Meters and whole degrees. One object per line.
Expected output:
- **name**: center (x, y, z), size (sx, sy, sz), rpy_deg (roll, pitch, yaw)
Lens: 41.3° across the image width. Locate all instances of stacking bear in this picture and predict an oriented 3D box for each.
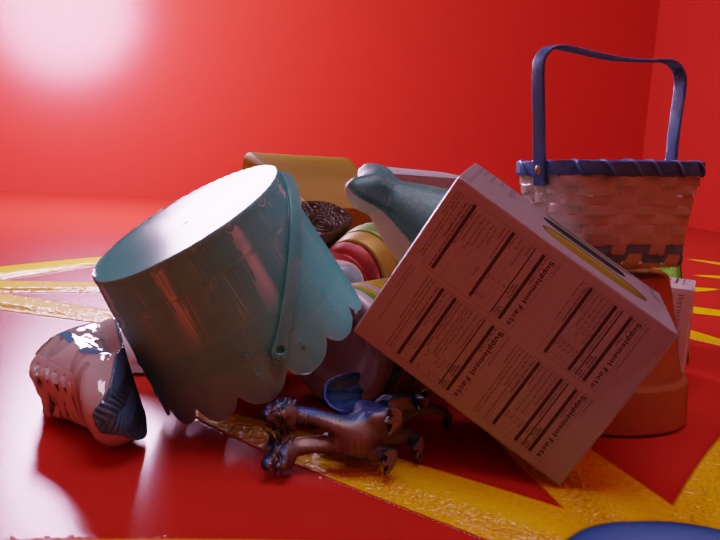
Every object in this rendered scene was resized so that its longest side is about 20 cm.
- **stacking bear**: center (0.000, 0.000, 1.126), size (0.114, 0.122, 0.199), rpy_deg (44, 34, 15)

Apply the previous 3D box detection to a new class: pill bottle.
- **pill bottle**: center (0.032, 0.063, 0.956), size (0.110, 0.113, 0.199), rpy_deg (10, 10, 33)

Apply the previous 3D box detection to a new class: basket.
- **basket**: center (0.230, -0.103, 0.896), size (0.174, 0.203, 0.139), rpy_deg (1, 9, -25)

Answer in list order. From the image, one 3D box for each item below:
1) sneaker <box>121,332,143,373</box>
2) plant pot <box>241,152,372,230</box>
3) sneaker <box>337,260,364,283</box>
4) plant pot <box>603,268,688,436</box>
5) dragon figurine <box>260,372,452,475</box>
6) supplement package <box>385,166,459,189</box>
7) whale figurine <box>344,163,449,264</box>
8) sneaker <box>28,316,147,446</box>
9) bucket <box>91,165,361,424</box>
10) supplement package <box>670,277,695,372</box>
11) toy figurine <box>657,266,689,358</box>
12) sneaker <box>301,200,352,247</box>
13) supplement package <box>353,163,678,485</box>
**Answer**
- **sneaker**: center (-0.170, 0.046, 0.984), size (0.198, 0.082, 0.076), rpy_deg (-17, 29, -24)
- **plant pot**: center (-0.074, -0.062, 1.509), size (0.197, 0.203, 0.176), rpy_deg (-1, 21, -31)
- **sneaker**: center (-0.070, 0.056, 0.950), size (0.199, 0.075, 0.082), rpy_deg (-32, 19, -18)
- **plant pot**: center (0.230, 0.066, 0.952), size (0.197, 0.142, 0.200), rpy_deg (4, 8, -1)
- **dragon figurine**: center (0.000, 0.117, 0.760), size (0.098, 0.060, 0.199), rpy_deg (10, 11, 29)
- **supplement package**: center (0.093, -0.066, 1.574), size (0.145, 0.194, 0.200), rpy_deg (4, 9, -8)
- **whale figurine**: center (0.080, -0.044, 0.938), size (0.199, 0.104, 0.159), rpy_deg (41, 26, -2)
- **sneaker**: center (-0.223, 0.097, 0.776), size (0.080, 0.078, 0.200), rpy_deg (-16, 14, -15)
- **bucket**: center (-0.113, 0.013, 0.800), size (0.205, 0.136, 0.208), rpy_deg (-24, 21, 10)
- **supplement package**: center (0.284, 0.057, 1.122), size (0.197, 0.116, 0.109), rpy_deg (7, 7, 20)
- **toy figurine**: center (0.341, 0.051, 1.285), size (0.181, 0.152, 0.201), rpy_deg (-7, 29, 19)
- **sneaker**: center (-0.093, -0.021, 1.142), size (0.070, 0.076, 0.199), rpy_deg (38, 44, 26)
- **supplement package**: center (0.127, 0.034, 0.785), size (0.199, 0.152, 0.152), rpy_deg (36, 15, 4)
